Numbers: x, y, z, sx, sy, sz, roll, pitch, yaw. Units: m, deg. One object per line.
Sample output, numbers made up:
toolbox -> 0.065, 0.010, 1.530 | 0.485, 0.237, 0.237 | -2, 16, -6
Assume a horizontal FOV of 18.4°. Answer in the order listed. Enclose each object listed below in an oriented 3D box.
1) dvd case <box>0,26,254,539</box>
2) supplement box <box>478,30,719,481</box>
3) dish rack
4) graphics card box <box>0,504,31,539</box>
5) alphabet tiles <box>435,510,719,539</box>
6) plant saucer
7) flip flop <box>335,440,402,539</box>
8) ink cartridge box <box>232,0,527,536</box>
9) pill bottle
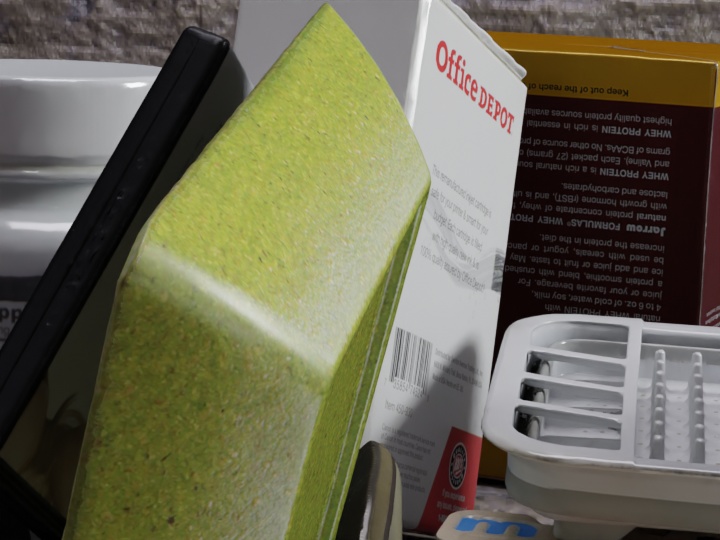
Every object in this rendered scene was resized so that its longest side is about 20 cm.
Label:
dvd case -> -0.052, 0.034, 0.703 | 0.017, 0.143, 0.200 | 20, -18, 23
supplement box -> 0.086, -0.010, 1.073 | 0.195, 0.202, 0.133 | 6, 10, 22
dish rack -> 0.147, 0.064, 0.827 | 0.198, 0.044, 0.172 | 4, 15, 7
graphics card box -> -0.176, 0.074, 0.722 | 0.051, 0.127, 0.199 | -15, 18, -38
alphabet tiles -> 0.121, 0.109, 0.764 | 0.198, 0.015, 0.196 | 4, 9, 11
plant saucer -> -0.031, 0.053, 0.592 | 0.047, 0.201, 0.200 | 17, 25, 6
flip flop -> 0.004, 0.120, 0.688 | 0.058, 0.081, 0.200 | 43, 6, -23
ink cartridge box -> 0.000, 0.000, 0.896 | 0.082, 0.202, 0.147 | 5, -9, 21
pill bottle -> -0.110, 0.029, 0.785 | 0.112, 0.202, 0.113 | 2, 8, 0
